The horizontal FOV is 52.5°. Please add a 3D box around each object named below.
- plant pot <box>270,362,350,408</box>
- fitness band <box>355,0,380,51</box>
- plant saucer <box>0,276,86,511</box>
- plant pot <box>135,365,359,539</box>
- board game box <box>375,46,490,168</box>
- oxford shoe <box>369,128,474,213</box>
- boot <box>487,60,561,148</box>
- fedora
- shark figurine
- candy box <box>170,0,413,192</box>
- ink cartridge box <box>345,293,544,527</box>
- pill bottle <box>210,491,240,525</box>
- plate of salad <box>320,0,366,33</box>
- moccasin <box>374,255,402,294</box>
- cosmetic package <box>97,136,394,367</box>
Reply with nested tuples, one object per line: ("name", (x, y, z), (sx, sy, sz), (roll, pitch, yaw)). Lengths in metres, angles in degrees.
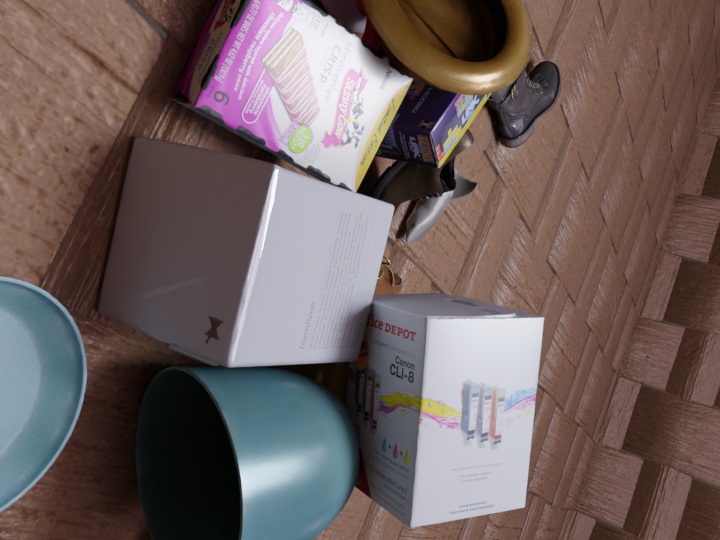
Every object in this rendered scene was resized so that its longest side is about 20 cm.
("plant pot", (-0.007, 0.133, 0.882), (0.200, 0.195, 0.194), (20, 86, -47))
("fitness band", (-0.041, -0.274, 0.745), (0.144, 0.037, 0.200), (-41, 140, -18))
("plant saucer", (-0.300, 0.097, 0.543), (0.200, 0.036, 0.200), (-31, 128, -49))
("plant pot", (-0.099, 0.183, 0.705), (0.161, 0.201, 0.201), (-3, 107, -41))
("board game box", (0.060, -0.216, 0.845), (0.200, 0.165, 0.057), (-56, 144, -28))
("oxford shoe", (0.071, -0.111, 0.922), (0.200, 0.084, 0.073), (-51, 179, 44))
("boot", (0.270, -0.320, 1.220), (0.200, 0.069, 0.174), (-60, 147, -17))
("fedora", (0.076, -0.254, 0.751), (0.201, 0.201, 0.082), (-56, -175, -27))
("shark figurine", (0.127, -0.149, 1.057), (0.128, 0.089, 0.215), (-25, 126, -53))
("candy box", (-0.059, -0.176, 0.701), (0.200, 0.061, 0.136), (24, 94, -41))
("ink cartridge box", (0.079, 0.130, 0.745), (0.145, 0.145, 0.200), (3, 95, -29))
("pill bottle", (-0.167, 0.343, 0.759), (0.114, 0.114, 0.200), (61, 38, -49))
("plate of salad", (0.019, -0.367, 0.810), (0.200, 0.048, 0.200), (-28, 136, -32))
("moccasin", (-0.001, -0.001, 0.936), (0.201, 0.074, 0.078), (13, 97, -56))
("cosmetic package", (-0.099, -0.013, 0.683), (0.200, 0.167, 0.166), (9, 96, -59))
